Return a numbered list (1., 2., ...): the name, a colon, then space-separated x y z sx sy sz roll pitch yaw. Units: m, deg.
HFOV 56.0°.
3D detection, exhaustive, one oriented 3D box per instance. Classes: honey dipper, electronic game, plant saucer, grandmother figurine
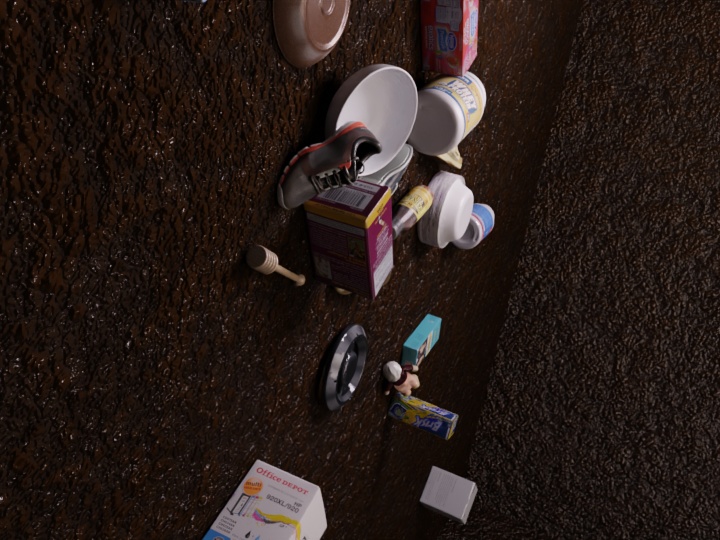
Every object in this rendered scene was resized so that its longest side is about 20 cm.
1. honey dipper: -0.132 -0.001 1.130 0.038 0.038 0.200 -70 160 -5
2. electronic game: -0.035 0.218 1.529 0.200 0.041 0.201 -49 147 -48
3. plant saucer: -0.061 -0.400 0.999 0.201 0.036 0.202 -51 149 -46
4. grandmother figurine: 0.109 0.307 1.931 0.121 0.060 0.200 -49 150 -8

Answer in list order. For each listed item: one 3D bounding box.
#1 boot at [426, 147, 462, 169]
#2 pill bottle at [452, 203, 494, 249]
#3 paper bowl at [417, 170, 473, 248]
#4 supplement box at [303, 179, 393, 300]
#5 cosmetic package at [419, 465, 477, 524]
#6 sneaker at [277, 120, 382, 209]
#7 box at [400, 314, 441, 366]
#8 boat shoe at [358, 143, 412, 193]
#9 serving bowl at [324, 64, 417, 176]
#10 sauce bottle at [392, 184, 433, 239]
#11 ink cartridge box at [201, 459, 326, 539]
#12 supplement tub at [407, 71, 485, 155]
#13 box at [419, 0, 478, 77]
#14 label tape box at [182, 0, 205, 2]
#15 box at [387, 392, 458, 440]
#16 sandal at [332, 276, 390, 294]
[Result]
1. boot: 0.230 -0.346 1.712 0.200 0.072 0.157 6 103 -63
2. pill bottle: 0.354 -0.146 2.117 0.200 0.111 0.113 -35 138 -56
3. paper bowl: 0.237 -0.160 1.832 0.201 0.104 0.202 -53 152 -43
4. supplement box: -0.016 -0.062 1.239 0.103 0.130 0.201 -55 154 -38
5. cosmetic package: 0.384 0.975 2.935 0.166 0.199 0.165 -64 157 -20
6. sneaker: -0.047 -0.164 1.093 0.200 0.082 0.077 -43 147 -12
7. box: 0.187 0.218 2.070 0.200 0.049 0.083 -43 144 -52
8. boat shoe: 0.041 -0.184 1.377 0.200 0.075 0.061 -46 148 -27
9. serving bowl: 0.009 -0.272 1.192 0.199 0.066 0.201 -31 142 -28
10. sauce bottle: 0.109 -0.134 1.584 0.200 0.065 0.066 -51 150 -48
11. ink cartridge box: -0.175 0.488 1.245 0.200 0.146 0.146 -54 152 -40
12. supplement tub: 0.189 -0.356 1.503 0.200 0.144 0.146 -48 148 -47
13. box: 0.189 -0.527 1.434 0.096 0.099 0.201 -57 153 -34
14. label tape box: -0.170 -0.403 0.688 0.144 0.066 0.201 -57 152 -35
15. box: 0.187 0.434 2.029 0.070 0.198 0.065 -10 116 -67
16. sandal: 0.000 0.000 1.447 0.199 0.054 0.081 -18 118 -48
